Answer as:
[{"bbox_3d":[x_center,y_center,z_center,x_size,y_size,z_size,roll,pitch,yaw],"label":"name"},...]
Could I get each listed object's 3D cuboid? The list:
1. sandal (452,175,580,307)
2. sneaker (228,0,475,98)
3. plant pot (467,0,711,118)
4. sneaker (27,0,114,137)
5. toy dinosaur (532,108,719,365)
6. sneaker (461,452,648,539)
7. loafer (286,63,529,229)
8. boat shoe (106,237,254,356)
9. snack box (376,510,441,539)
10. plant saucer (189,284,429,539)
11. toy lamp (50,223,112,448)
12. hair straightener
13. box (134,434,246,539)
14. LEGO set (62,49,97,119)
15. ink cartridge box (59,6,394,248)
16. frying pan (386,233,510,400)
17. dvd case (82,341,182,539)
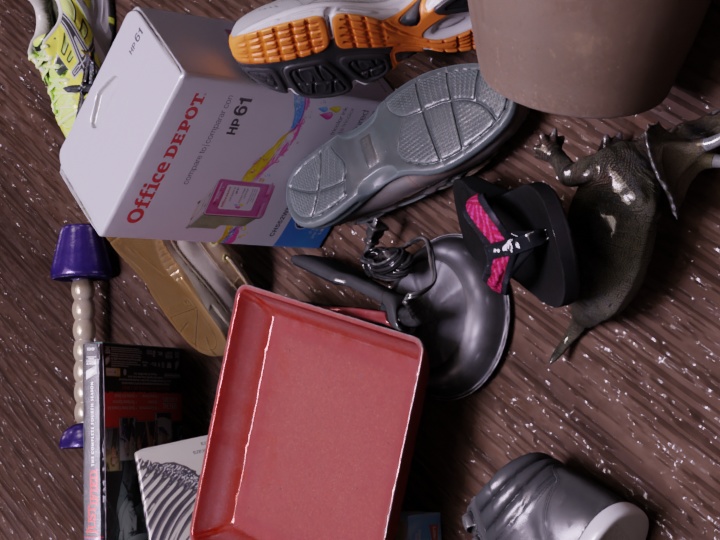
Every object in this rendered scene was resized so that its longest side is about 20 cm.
[{"bbox_3d":[0.083,-0.018,0.941,0.200,0.045,0.075,-153,50,-73],"label":"sandal"},{"bbox_3d":[0.007,-0.181,1.027,0.076,0.200,0.092,84,171,-52],"label":"sneaker"},{"bbox_3d":[0.130,-0.186,0.873,0.200,0.200,0.175,37,132,44],"label":"plant pot"},{"bbox_3d":[-0.266,-0.177,1.399,0.075,0.076,0.200,-26,69,44],"label":"sneaker"},{"bbox_3d":[0.144,-0.023,0.914,0.200,0.077,0.102,-64,32,19],"label":"toy dinosaur"},{"bbox_3d":[0.096,0.203,0.964,0.099,0.071,0.200,44,114,44],"label":"sneaker"},{"bbox_3d":[0.038,-0.083,1.055,0.200,0.063,0.072,-25,66,34],"label":"loafer"},{"bbox_3d":[-0.145,-0.030,1.192,0.074,0.069,0.200,-9,118,48],"label":"boat shoe"},{"bbox_3d":[0.008,0.270,1.081,0.116,0.037,0.201,-7,82,47],"label":"snack box"},{"bbox_3d":[-0.032,0.126,1.083,0.200,0.037,0.200,15,96,47],"label":"plant saucer"},{"bbox_3d":[-0.248,0.059,1.379,0.058,0.058,0.201,-13,78,48],"label":"toy lamp"},{"bbox_3d":[0.000,0.000,1.074,0.200,0.041,0.077,-172,90,-67],"label":"hair straightener"},{"bbox_3d":[-0.115,0.231,1.179,0.068,0.082,0.200,80,177,-73],"label":"box"},{"bbox_3d":[-0.175,-0.111,1.256,0.200,0.116,0.154,0,87,49],"label":"LEGO set"},{"bbox_3d":[-0.093,-0.096,1.098,0.085,0.200,0.145,55,127,36],"label":"ink cartridge box"},{"bbox_3d":[0.033,0.048,1.078,0.190,0.031,0.115,-35,60,40],"label":"frying pan"},{"bbox_3d":[-0.181,0.160,1.236,0.022,0.146,0.201,-4,85,18],"label":"dvd case"}]
